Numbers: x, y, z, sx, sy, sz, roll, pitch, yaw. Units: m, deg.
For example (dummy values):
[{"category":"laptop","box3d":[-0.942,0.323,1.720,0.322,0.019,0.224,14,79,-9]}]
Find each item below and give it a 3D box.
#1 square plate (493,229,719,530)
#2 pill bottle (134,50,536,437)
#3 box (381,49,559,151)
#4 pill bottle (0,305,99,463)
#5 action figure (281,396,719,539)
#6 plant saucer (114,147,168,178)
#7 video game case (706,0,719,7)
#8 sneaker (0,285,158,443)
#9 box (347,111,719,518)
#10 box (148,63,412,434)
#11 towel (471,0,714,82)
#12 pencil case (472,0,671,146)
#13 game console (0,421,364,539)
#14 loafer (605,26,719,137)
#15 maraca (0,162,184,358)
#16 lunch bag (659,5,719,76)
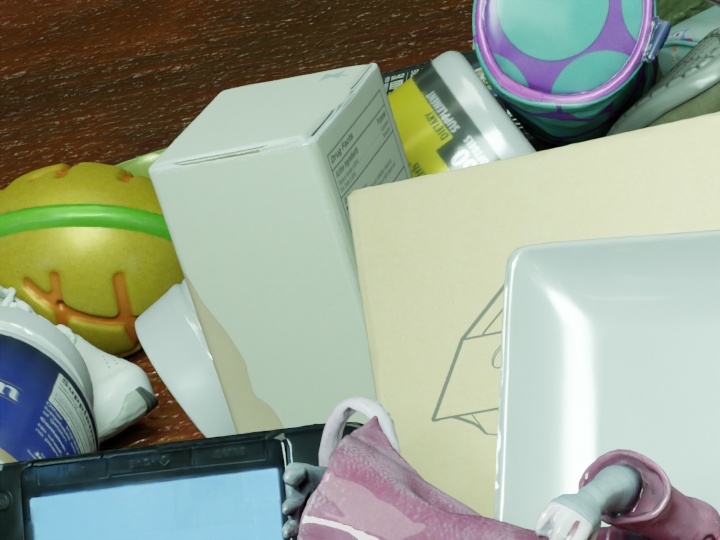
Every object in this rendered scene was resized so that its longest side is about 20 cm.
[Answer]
[{"category":"square plate","box3d":[0.137,0.082,0.957,0.199,0.199,0.028,-5,-17,31]},{"category":"pill bottle","box3d":[0.000,0.000,1.296,0.200,0.114,0.114,-38,18,4]},{"category":"box","box3d":[0.073,-0.057,1.507,0.163,0.087,0.200,-13,19,9]},{"category":"pill bottle","box3d":[-0.181,0.094,1.258,0.115,0.116,0.200,-15,18,7]},{"category":"action figure","box3d":[0.073,0.119,0.927,0.199,0.135,0.149,-2,15,9]},{"category":"plant saucer","box3d":[-0.122,-0.034,1.703,0.199,0.031,0.200,-15,19,5]},{"category":"video game case","box3d":[0.260,-0.121,1.300,0.142,0.018,0.200,22,-7,-15]},{"category":"sneaker","box3d":[-0.183,0.051,1.427,0.199,0.088,0.074,4,27,46]},{"category":"box","box3d":[0.083,0.053,1.032,0.163,0.201,0.021,-11,-10,20]},{"category":"box","box3d":[-0.011,0.024,1.169,0.077,0.201,0.095,-9,20,23]},{"category":"towel","box3d":[0.167,-0.167,1.602,0.148,0.037,0.200,6,-33,-38]},{"category":"pencil case","box3d":[0.101,-0.109,1.296,0.093,0.085,0.200,-58,-6,1]},{"category":"game console","box3d":[-0.091,0.151,1.026,0.199,0.177,0.116,-8,-8,24]},{"category":"loafer","box3d":[0.152,-0.047,1.315,0.075,0.070,0.200,-42,-7,-27]},{"category":"maraca","box3d":[-0.171,0.002,1.521,0.199,0.137,0.108,-16,59,36]},{"category":"lunch bag","box3d":[0.271,-0.115,1.512,0.160,0.077,0.200,-23,19,-21]}]
